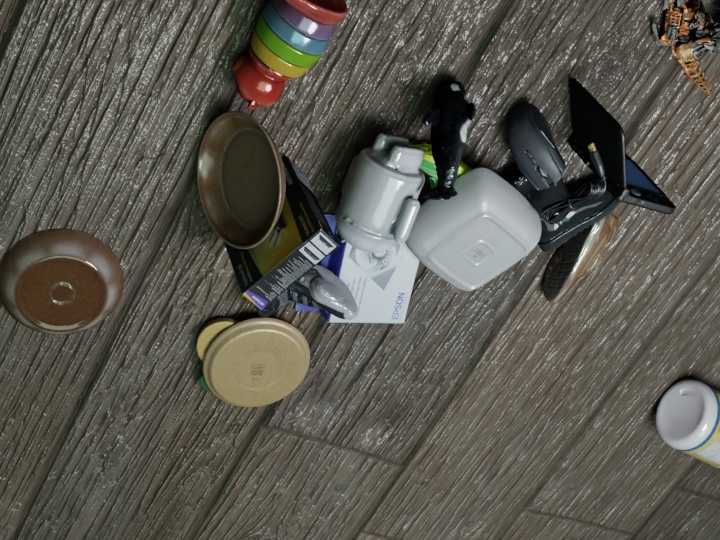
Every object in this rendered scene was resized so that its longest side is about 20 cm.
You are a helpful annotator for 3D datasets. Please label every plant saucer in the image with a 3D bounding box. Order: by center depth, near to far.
[{"bbox_3d":[-0.172,-0.136,1.586,0.036,0.200,0.202,-10,131,-44],"label":"plant saucer"},{"bbox_3d":[-0.478,0.029,1.695,0.198,0.037,0.203,-8,124,-12],"label":"plant saucer"}]

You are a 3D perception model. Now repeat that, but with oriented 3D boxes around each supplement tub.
[{"bbox_3d":[0.721,0.321,2.180,0.199,0.145,0.145,25,113,-29],"label":"supplement tub"}]

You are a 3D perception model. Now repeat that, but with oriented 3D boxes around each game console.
[{"bbox_3d":[0.421,-0.201,1.708,0.174,0.201,0.117,12,120,-23],"label":"game console"}]

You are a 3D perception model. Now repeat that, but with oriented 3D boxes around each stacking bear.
[{"bbox_3d":[-0.115,-0.324,1.529,0.113,0.122,0.200,26,122,-22],"label":"stacking bear"}]

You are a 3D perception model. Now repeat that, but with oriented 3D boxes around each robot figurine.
[{"bbox_3d":[0.030,-0.113,1.675,0.112,0.170,0.202,4,120,-40],"label":"robot figurine"}]

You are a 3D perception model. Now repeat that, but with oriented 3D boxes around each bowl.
[{"bbox_3d":[0.189,-0.052,1.750,0.199,0.075,0.199,-35,132,24],"label":"bowl"}]

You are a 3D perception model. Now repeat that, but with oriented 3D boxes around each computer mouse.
[{"bbox_3d":[0.306,-0.184,1.687,0.140,0.202,0.046,-25,174,40],"label":"computer mouse"}]

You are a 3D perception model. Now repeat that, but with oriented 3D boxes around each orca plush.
[{"bbox_3d":[0.116,-0.210,1.633,0.070,0.105,0.203,19,80,-28],"label":"orca plush"}]

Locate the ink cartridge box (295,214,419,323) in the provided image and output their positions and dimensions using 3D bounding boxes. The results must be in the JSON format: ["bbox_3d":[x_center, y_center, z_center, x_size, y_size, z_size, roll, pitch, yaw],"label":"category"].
[{"bbox_3d":[0.000,0.000,1.815,0.197,0.041,0.202,1,122,-17],"label":"ink cartridge box"}]

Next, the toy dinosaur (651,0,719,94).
[{"bbox_3d":[0.543,-0.381,1.712,0.134,0.103,0.200,-18,146,14],"label":"toy dinosaur"}]

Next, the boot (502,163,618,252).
[{"bbox_3d":[0.341,-0.142,1.809,0.197,0.074,0.163,-36,118,4],"label":"boot"}]

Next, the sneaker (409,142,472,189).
[{"bbox_3d":[0.147,-0.141,1.744,0.199,0.074,0.084,31,106,-31],"label":"sneaker"}]

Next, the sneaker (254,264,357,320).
[{"bbox_3d":[-0.107,0.040,1.773,0.199,0.076,0.114,35,117,-8],"label":"sneaker"}]

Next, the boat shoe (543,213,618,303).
[{"bbox_3d":[0.398,-0.021,1.901,0.071,0.076,0.201,14,119,-27],"label":"boat shoe"}]

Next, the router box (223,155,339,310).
[{"bbox_3d":[-0.132,-0.061,1.635,0.157,0.201,0.052,-39,132,11],"label":"router box"}]

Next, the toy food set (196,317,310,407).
[{"bbox_3d":[-0.186,0.161,1.862,0.197,0.049,0.200,-11,125,-10],"label":"toy food set"}]
